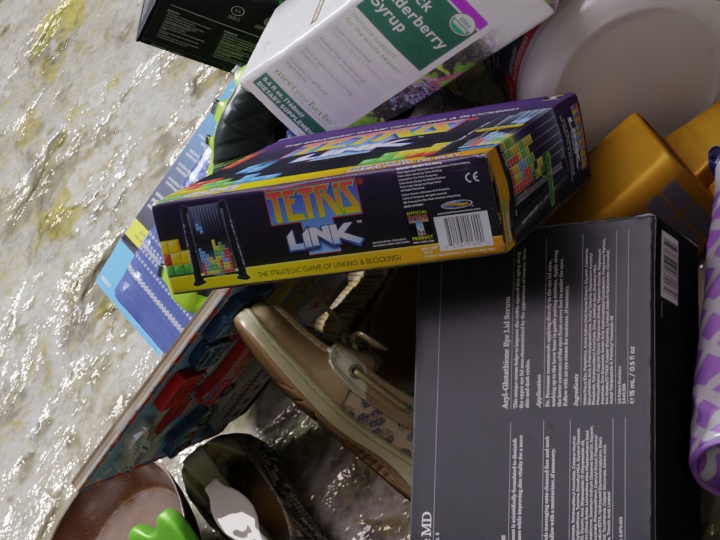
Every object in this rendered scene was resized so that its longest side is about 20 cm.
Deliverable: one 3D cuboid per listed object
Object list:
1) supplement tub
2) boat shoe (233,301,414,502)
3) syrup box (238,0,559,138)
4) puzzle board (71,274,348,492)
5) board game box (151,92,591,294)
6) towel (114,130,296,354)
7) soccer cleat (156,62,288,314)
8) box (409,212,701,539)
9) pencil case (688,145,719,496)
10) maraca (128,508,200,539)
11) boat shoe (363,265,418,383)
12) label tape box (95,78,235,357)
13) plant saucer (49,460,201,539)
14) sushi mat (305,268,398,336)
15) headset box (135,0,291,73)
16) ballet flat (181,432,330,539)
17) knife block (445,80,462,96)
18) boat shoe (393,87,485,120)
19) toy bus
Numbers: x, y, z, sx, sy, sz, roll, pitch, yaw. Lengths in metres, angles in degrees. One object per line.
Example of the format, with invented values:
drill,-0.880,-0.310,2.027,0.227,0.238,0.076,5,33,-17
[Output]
supplement tub,0.139,-0.167,1.038,0.140,0.140,0.200,-41,38,14
boat shoe,0.012,0.079,0.948,0.063,0.200,0.073,-50,10,-7
syrup box,0.027,-0.155,0.968,0.200,0.079,0.082,-29,28,40
puzzle board,-0.084,0.060,1.029,0.017,0.150,0.200,49,121,16
board game box,0.011,-0.045,0.904,0.199,0.057,0.165,-7,15,25
towel,-0.084,-0.012,1.145,0.145,0.024,0.200,45,110,26
soccer cleat,-0.071,-0.055,1.089,0.081,0.067,0.201,26,112,13
box,0.104,0.081,0.864,0.140,0.079,0.201,-4,76,28
pencil case,0.219,0.022,0.848,0.083,0.086,0.201,6,62,9
maraca,-0.068,0.221,0.949,0.199,0.107,0.138,30,124,31
boat shoe,0.061,-0.012,1.063,0.201,0.070,0.070,-58,10,-16
label tape box,-0.106,-0.034,1.256,0.201,0.066,0.143,-56,37,4
plant saucer,-0.165,0.226,1.108,0.200,0.034,0.201,-29,51,43
sushi mat,0.000,0.000,1.080,0.096,0.012,0.200,-58,9,-6
headset box,-0.032,-0.214,1.057,0.200,0.173,0.093,127,154,-52
ballet flat,-0.077,0.152,1.066,0.068,0.075,0.200,-51,37,3
knife block,-0.023,-0.157,1.240,0.175,0.064,0.201,-27,44,15
boat shoe,0.031,-0.090,1.069,0.072,0.060,0.202,-54,16,-9
toy bus,0.149,-0.023,0.963,0.200,0.078,0.065,-43,38,14
